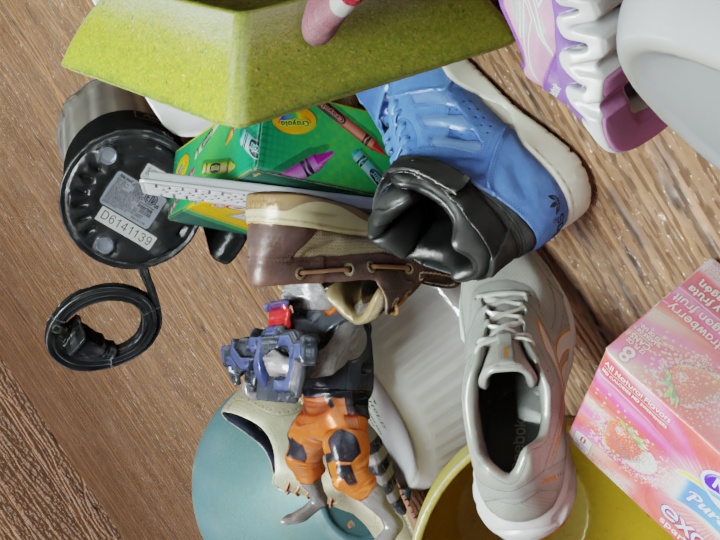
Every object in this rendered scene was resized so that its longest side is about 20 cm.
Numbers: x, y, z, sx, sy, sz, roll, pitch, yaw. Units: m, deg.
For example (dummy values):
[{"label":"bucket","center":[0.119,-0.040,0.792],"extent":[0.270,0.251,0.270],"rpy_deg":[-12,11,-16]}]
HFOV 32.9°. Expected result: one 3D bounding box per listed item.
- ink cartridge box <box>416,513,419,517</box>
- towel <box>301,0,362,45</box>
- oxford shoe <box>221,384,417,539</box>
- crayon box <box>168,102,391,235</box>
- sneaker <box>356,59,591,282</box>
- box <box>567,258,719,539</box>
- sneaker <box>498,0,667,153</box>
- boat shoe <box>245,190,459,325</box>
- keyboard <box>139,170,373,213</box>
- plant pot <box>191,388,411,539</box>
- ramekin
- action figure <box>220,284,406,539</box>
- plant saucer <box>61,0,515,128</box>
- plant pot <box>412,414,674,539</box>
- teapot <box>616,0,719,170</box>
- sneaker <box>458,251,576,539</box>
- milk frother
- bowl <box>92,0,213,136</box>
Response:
[{"label":"ink cartridge box","center":[0.102,0.278,1.075],"extent":[0.145,0.083,0.200],"rpy_deg":[52,155,7]},{"label":"towel","center":[0.037,-0.196,0.546],"extent":[0.023,0.145,0.200],"rpy_deg":[30,157,-12]},{"label":"oxford shoe","center":[-0.029,0.162,0.954],"extent":[0.200,0.074,0.071],"rpy_deg":[45,153,21]},{"label":"crayon box","center":[-0.053,-0.069,0.877],"extent":[0.200,0.118,0.059],"rpy_deg":[163,114,-64]},{"label":"sneaker","center":[0.031,-0.072,0.738],"extent":[0.200,0.111,0.077],"rpy_deg":[43,153,24]},{"label":"box","center":[0.220,0.106,0.643],"extent":[0.200,0.094,0.103],"rpy_deg":[44,152,22]},{"label":"sneaker","center":[0.098,-0.154,0.569],"extent":[0.088,0.080,0.201],"rpy_deg":[39,152,47]},{"label":"boat shoe","center":[0.000,0.000,0.803],"extent":[0.072,0.199,0.073],"rpy_deg":[0,81,39]},{"label":"keyboard","center":[-0.046,-0.045,0.810],"extent":[0.056,0.198,0.011],"rpy_deg":[129,147,-77]},{"label":"plant pot","center":[-0.031,0.190,1.078],"extent":[0.134,0.200,0.201],"rpy_deg":[-10,113,57]},{"label":"ramekin","center":[0.026,0.081,0.957],"extent":[0.202,0.094,0.203],"rpy_deg":[41,152,28]},{"label":"action figure","center":[-0.030,0.086,0.869],"extent":[0.200,0.104,0.195],"rpy_deg":[-169,72,-68]},{"label":"plant saucer","center":[-0.045,-0.147,0.697],"extent":[0.199,0.199,0.048],"rpy_deg":[24,127,47]},{"label":"plant pot","center":[0.125,0.186,0.836],"extent":[0.201,0.199,0.142],"rpy_deg":[58,180,-6]},{"label":"teapot","center":[0.197,-0.085,0.406],"extent":[0.199,0.146,0.197],"rpy_deg":[36,-177,-9]},{"label":"sneaker","center":[0.093,0.052,0.728],"extent":[0.092,0.075,0.201],"rpy_deg":[66,-162,-56]},{"label":"milk frother","center":[-0.217,-0.042,1.065],"extent":[0.181,0.200,0.188],"rpy_deg":[50,-176,-25]},{"label":"bowl","center":[-0.125,-0.206,0.896],"extent":[0.200,0.074,0.201],"rpy_deg":[1,122,61]}]
